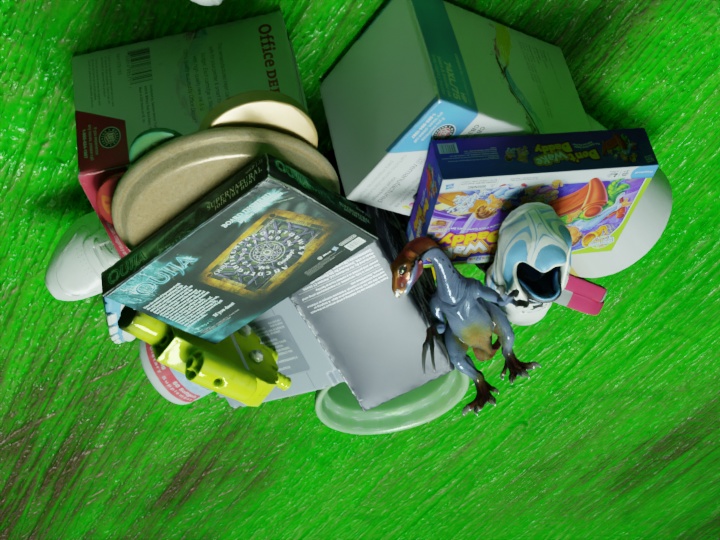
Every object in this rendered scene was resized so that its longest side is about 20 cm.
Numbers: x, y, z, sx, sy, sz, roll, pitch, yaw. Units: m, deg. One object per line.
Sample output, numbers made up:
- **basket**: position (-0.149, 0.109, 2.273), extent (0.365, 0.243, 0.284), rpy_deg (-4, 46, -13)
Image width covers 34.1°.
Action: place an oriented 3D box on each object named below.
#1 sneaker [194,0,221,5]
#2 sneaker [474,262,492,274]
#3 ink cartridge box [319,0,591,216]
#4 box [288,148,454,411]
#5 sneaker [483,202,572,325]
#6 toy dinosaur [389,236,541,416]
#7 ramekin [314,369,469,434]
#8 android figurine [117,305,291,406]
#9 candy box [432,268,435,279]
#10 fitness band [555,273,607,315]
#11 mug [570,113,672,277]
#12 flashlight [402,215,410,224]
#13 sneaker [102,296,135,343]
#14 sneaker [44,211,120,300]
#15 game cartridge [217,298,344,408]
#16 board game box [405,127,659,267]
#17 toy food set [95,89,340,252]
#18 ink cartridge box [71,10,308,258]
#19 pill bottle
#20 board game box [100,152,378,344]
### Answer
- **sneaker**: position (-0.176, -0.277, 0.903), extent (0.099, 0.075, 0.200), rpy_deg (-13, 144, 25)
- **sneaker**: position (0.134, -0.039, 1.239), extent (0.076, 0.200, 0.088), rpy_deg (-34, 149, -6)
- **ink cartridge box**: position (0.092, -0.142, 1.109), extent (0.200, 0.146, 0.147), rpy_deg (13, 139, -34)
- **box**: position (0.000, 0.000, 1.172), extent (0.104, 0.200, 0.182), rpy_deg (-25, 120, 11)
- **sneaker**: position (0.155, 0.011, 1.076), extent (0.072, 0.073, 0.200), rpy_deg (-13, 154, -1)
- **toy dinosaur**: position (0.083, 0.043, 1.090), extent (0.105, 0.200, 0.182), rpy_deg (-32, 104, -5)
- **ramekin**: position (0.032, 0.121, 1.507), extent (0.199, 0.098, 0.200), rpy_deg (-9, 146, -6)
- **android figurine**: position (-0.150, 0.064, 1.133), extent (0.200, 0.182, 0.041), rpy_deg (31, 105, -34)
- **candy box**: position (0.001, 0.051, 1.333), extent (0.200, 0.102, 0.026), rpy_deg (-39, 104, -16)
- **fitness band**: position (0.201, -0.004, 1.354), extent (0.200, 0.144, 0.038), rpy_deg (20, 102, -39)
- **mug**: position (0.213, -0.083, 1.244), extent (0.186, 0.150, 0.153), rpy_deg (-36, 132, 20)
- **flashlight**: position (-0.028, -0.034, 1.302), extent (0.199, 0.068, 0.068), rpy_deg (-9, -176, -1)
- **sneaker**: position (-0.245, 0.011, 1.290), extent (0.086, 0.075, 0.200), rpy_deg (-11, 146, -13)
- **sneaker**: position (-0.226, -0.039, 1.161), extent (0.200, 0.075, 0.100), rpy_deg (-35, -169, -10)
- **game cartridge**: position (-0.105, 0.072, 1.241), extent (0.200, 0.040, 0.134), rpy_deg (-17, 109, 45)
- **board game box**: position (0.152, -0.065, 1.068), extent (0.199, 0.045, 0.135), rpy_deg (-5, 147, -12)
- **toy food set**: position (-0.116, -0.060, 0.989), extent (0.197, 0.049, 0.200), rpy_deg (-18, 145, 7)
- **ink cartridge box**: position (-0.142, -0.119, 1.068), extent (0.199, 0.146, 0.145), rpy_deg (-12, 145, 1)
- **pill bottle**: position (-0.151, 0.070, 1.368), extent (0.200, 0.109, 0.109), rpy_deg (-28, 143, 21)
- **board game box**: position (-0.103, -0.012, 0.992), extent (0.200, 0.028, 0.135), rpy_deg (-32, 140, 27)
